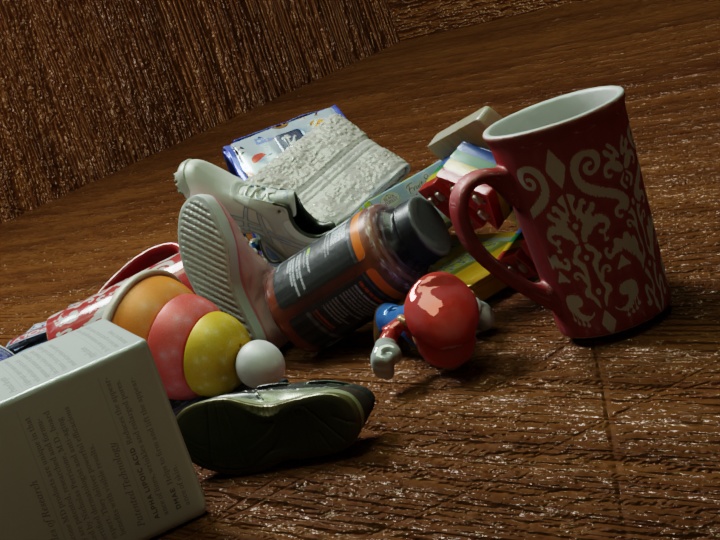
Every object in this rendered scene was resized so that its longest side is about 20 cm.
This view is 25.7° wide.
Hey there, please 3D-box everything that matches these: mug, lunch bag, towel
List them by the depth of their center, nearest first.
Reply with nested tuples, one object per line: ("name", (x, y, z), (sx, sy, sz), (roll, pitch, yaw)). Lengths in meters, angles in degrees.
("mug", (0.186, -0.046, 1.457), (0.176, 0.202, 0.134), (-16, 14, 16))
("mug", (-0.257, 0.063, 1.875), (0.198, 0.134, 0.178), (-24, 13, 2))
("towel", (-0.050, -0.106, 1.927), (0.132, 0.035, 0.200), (37, 61, 22))
("lunch bag", (-0.067, -0.097, 2.019), (0.169, 0.202, 0.124), (-20, -11, -14))

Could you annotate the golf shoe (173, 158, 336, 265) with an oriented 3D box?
("golf shoe", (-0.113, -0.077, 1.791), (0.097, 0.199, 0.079), (-42, 21, 40))

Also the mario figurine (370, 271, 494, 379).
("mario figurine", (0.069, 0.066, 1.543), (0.124, 0.105, 0.200), (-58, 8, -5))

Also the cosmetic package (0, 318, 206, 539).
("cosmetic package", (-0.269, 0.162, 1.390), (0.199, 0.167, 0.165), (-23, 13, -18))

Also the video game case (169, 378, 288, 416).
("video game case", (-0.185, 0.151, 1.641), (0.199, 0.019, 0.142), (-7, 18, 47))

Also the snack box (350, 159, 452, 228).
("snack box", (0.042, -0.050, 1.853), (0.168, 0.068, 0.200), (-31, -5, -35))

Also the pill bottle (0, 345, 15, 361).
("pill bottle", (-0.435, 0.147, 1.796), (0.119, 0.121, 0.200), (-20, 13, -4))

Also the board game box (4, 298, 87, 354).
("board game box", (-0.382, 0.095, 2.055), (0.198, 0.062, 0.200), (-19, 12, 4))

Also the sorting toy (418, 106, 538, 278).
("sorting toy", (0.156, -0.062, 1.608), (0.070, 0.200, 0.199), (-51, 7, -10))

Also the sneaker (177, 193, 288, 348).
("sneaker", (-0.132, 0.003, 1.777), (0.075, 0.202, 0.104), (-18, 5, 38))

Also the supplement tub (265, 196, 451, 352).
("supplement tub", (0.000, 0.000, 1.682), (0.199, 0.107, 0.107), (-32, 6, 29))

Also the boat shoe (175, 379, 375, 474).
("boat shoe", (-0.076, 0.139, 1.433), (0.199, 0.073, 0.066), (-11, 6, 30))

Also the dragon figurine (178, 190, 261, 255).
("dragon figurine", (-0.146, -0.012, 1.847), (0.058, 0.201, 0.100), (-18, 47, 9))

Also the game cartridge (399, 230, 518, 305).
("game cartridge", (0.112, -0.001, 1.790), (0.176, 0.033, 0.199), (-29, 14, -35))

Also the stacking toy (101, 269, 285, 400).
("stacking toy", (-0.160, 0.087, 1.629), (0.198, 0.148, 0.146), (14, 30, 32))
